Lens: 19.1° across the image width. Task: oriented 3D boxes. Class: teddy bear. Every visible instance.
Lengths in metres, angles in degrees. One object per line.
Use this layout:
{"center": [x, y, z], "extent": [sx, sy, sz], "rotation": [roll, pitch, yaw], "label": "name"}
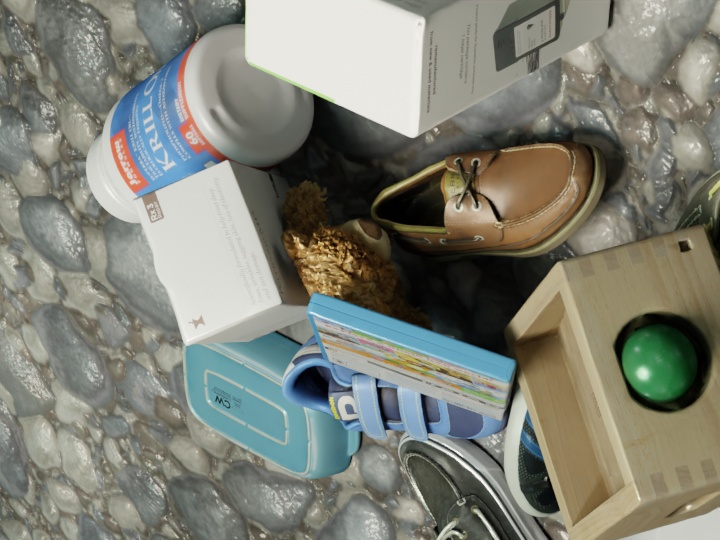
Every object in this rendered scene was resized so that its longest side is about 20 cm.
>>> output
{"center": [0.000, 0.000, 1.565], "extent": [0.146, 0.066, 0.200], "rotation": [61, -176, 27], "label": "teddy bear"}

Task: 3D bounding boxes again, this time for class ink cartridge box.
{"center": [0.046, -0.175, 1.345], "extent": [0.145, 0.199, 0.085], "rotation": [26, 129, 33], "label": "ink cartridge box"}

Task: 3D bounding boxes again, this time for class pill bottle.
{"center": [-0.132, -0.104, 1.651], "extent": [0.200, 0.112, 0.113], "rotation": [-29, 93, 51], "label": "pill bottle"}

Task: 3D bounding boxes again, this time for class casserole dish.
{"center": [-0.085, 0.107, 1.803], "extent": [0.199, 0.039, 0.122], "rotation": [26, 131, 35], "label": "casserole dish"}

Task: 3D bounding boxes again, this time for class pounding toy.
{"center": [0.202, 0.079, 1.340], "extent": [0.200, 0.141, 0.185], "rotation": [118, 136, -70], "label": "pounding toy"}

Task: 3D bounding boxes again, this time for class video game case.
{"center": [0.037, 0.062, 1.487], "extent": [0.142, 0.018, 0.200], "rotation": [19, 170, 6], "label": "video game case"}

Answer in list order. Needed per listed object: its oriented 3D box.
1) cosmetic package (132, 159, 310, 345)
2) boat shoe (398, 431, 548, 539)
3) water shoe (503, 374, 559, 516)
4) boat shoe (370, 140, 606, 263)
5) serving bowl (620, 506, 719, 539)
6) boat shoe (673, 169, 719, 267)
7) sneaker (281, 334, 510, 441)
{"center": [-0.090, -0.010, 1.557], "extent": [0.081, 0.200, 0.114], "rotation": [-22, 87, 7], "label": "cosmetic package"}
{"center": [0.091, 0.205, 1.652], "extent": [0.200, 0.071, 0.072], "rotation": [48, 141, 13], "label": "boat shoe"}
{"center": [0.152, 0.105, 1.522], "extent": [0.079, 0.071, 0.201], "rotation": [24, 131, 32], "label": "water shoe"}
{"center": [0.084, -0.047, 1.475], "extent": [0.199, 0.068, 0.073], "rotation": [-23, 56, 50], "label": "boat shoe"}
{"center": [0.256, 0.226, 1.497], "extent": [0.199, 0.066, 0.201], "rotation": [26, 131, 34], "label": "serving bowl"}
{"center": [0.246, -0.034, 1.334], "extent": [0.072, 0.060, 0.202], "rotation": [52, 143, 4], "label": "boat shoe"}
{"center": [0.025, 0.096, 1.642], "extent": [0.199, 0.082, 0.075], "rotation": [12, 122, 38], "label": "sneaker"}
